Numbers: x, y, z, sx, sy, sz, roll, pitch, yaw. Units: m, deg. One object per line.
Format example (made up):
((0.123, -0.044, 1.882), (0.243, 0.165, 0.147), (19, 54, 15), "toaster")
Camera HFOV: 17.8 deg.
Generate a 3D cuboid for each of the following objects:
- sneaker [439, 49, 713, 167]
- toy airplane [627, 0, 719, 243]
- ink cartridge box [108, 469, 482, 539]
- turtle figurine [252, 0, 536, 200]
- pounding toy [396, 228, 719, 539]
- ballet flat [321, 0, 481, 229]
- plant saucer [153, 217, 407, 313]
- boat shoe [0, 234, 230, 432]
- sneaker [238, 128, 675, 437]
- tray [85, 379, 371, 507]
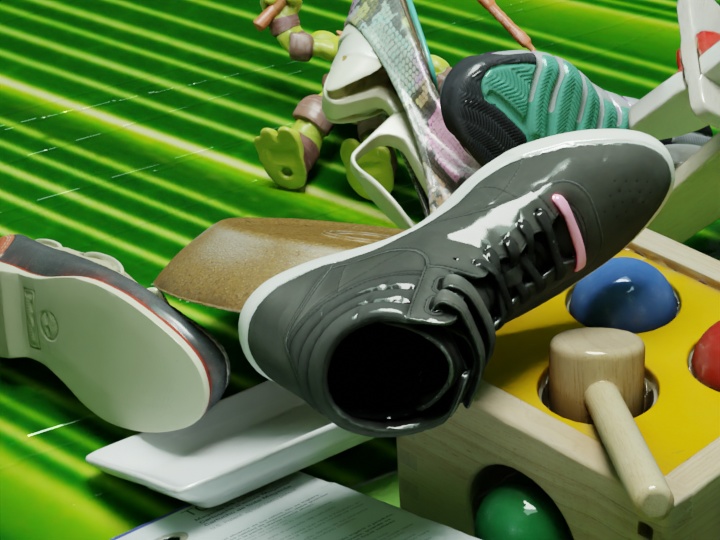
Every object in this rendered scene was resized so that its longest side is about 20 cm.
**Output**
((0.099, -0.074, 1.241), (0.199, 0.075, 0.087), (15, 2, -43), "sneaker")
((0.231, -0.077, 1.153), (0.199, 0.200, 0.141), (6, 43, 16), "toy airplane")
((-0.056, 0.151, 0.942), (0.196, 0.044, 0.200), (-23, 18, -28), "ink cartridge box")
((-0.007, -0.111, 1.348), (0.199, 0.065, 0.162), (20, 46, 6), "turtle figurine")
((0.117, 0.071, 0.978), (0.200, 0.143, 0.184), (-29, 40, -35), "pounding toy")
((0.022, -0.080, 1.245), (0.071, 0.069, 0.201), (-21, 65, -7), "ballet flat")
((0.000, 0.000, 1.118), (0.199, 0.036, 0.200), (6, 5, -1), "plant saucer")
((-0.129, 0.025, 1.135), (0.062, 0.072, 0.199), (-17, 24, -42), "boat shoe")
((0.053, 0.010, 0.942), (0.199, 0.071, 0.099), (-25, 25, -7), "sneaker")
((-0.021, 0.068, 1.083), (0.199, 0.022, 0.107), (-21, 13, -27), "tray")
